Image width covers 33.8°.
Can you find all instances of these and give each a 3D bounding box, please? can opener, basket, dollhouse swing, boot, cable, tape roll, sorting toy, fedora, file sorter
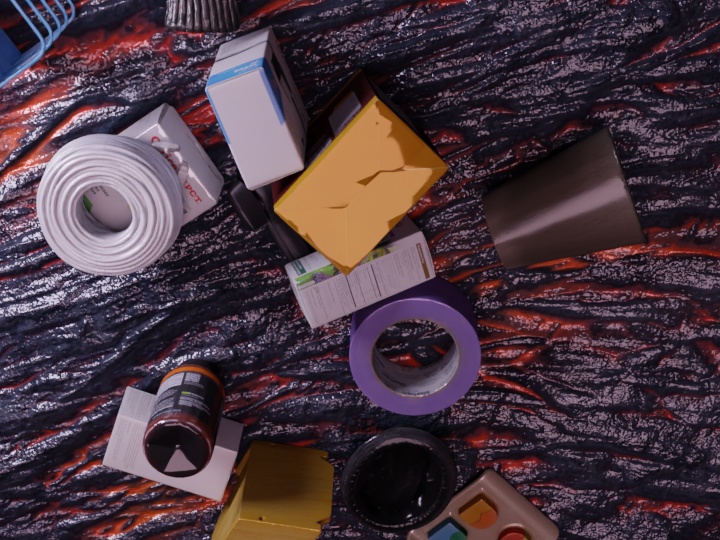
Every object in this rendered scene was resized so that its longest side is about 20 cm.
[{"bbox_3d":[-0.122,-0.066,1.723,0.078,0.063,0.201,-41,122,-9],"label":"can opener"},{"bbox_3d":[0.280,-0.088,1.663,0.197,0.137,0.182,-18,120,14],"label":"basket"},{"bbox_3d":[-0.145,0.404,1.872,0.179,0.201,0.178,9,116,-4],"label":"dollhouse swing"},{"bbox_3d":[-0.254,-0.396,1.547,0.207,0.080,0.160,8,116,-3],"label":"boot"},{"bbox_3d":[-0.340,-0.086,1.613,0.197,0.069,0.203,9,116,-4],"label":"cable"},{"bbox_3d":[0.082,0.111,1.789,0.196,0.085,0.203,0,116,0],"label":"tape roll"},{"bbox_3d":[0.204,0.446,1.978,0.185,0.037,0.200,41,110,-17],"label":"sorting toy"},{"bbox_3d":[0.060,0.317,1.886,0.197,0.092,0.204,1,117,1],"label":"fedora"},{"bbox_3d":[-0.463,-0.327,1.520,0.122,0.201,0.139,-32,112,13],"label":"file sorter"}]

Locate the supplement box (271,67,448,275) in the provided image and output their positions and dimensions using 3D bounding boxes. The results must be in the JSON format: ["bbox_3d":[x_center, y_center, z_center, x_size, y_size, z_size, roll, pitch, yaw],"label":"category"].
[{"bbox_3d":[-0.010,-0.136,1.587,0.132,0.200,0.197,41,101,-18],"label":"supplement box"}]

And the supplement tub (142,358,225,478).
[{"bbox_3d":[-0.260,0.213,1.781,0.105,0.201,0.109,1,116,2],"label":"supplement tub"}]

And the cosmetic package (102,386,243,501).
[{"bbox_3d":[-0.296,0.276,1.878,0.197,0.085,0.109,20,116,-9],"label":"cosmetic package"}]

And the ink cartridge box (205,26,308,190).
[{"bbox_3d":[-0.132,-0.219,1.566,0.083,0.201,0.147,-19,115,8],"label":"ink cartridge box"}]

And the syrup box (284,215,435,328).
[{"bbox_3d":[0.000,0.000,1.710,0.198,0.079,0.082,-23,115,-7],"label":"syrup box"}]

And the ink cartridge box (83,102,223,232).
[{"bbox_3d":[-0.315,-0.118,1.683,0.198,0.084,0.146,-30,112,14],"label":"ink cartridge box"}]
